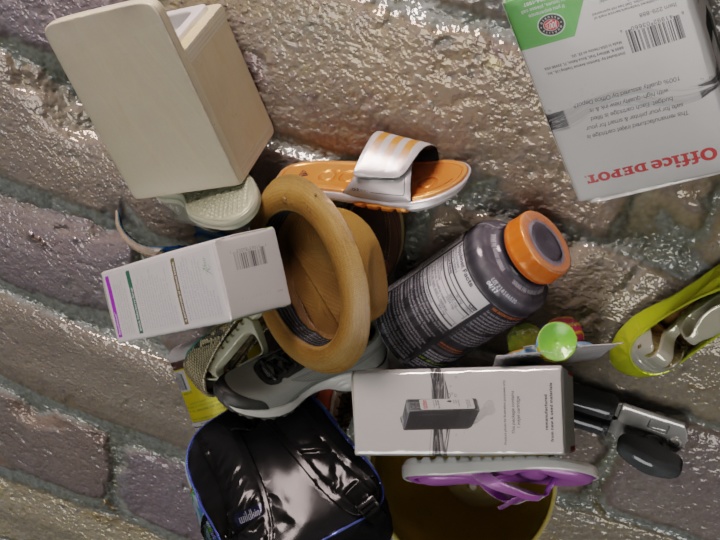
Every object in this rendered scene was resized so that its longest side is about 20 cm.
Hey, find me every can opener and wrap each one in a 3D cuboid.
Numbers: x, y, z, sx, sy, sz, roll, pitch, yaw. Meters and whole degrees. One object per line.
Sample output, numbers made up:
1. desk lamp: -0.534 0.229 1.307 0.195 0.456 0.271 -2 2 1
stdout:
1. can opener: 0.258 0.162 1.143 0.200 0.066 0.053 20 131 13

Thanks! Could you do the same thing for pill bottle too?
1. pill bottle: -0.142 0.168 1.231 0.109 0.109 0.200 -19 93 31
2. pill bottle: 0.116 0.019 1.062 0.106 0.106 0.200 44 128 -13

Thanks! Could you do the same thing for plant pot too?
1. plant pot: 0.124 0.221 1.166 0.200 0.142 0.200 -1 86 15

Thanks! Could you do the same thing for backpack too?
1. backpack: -0.083 0.238 1.099 0.200 0.183 0.147 51 160 36

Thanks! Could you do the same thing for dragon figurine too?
1. dragon figurine: -0.182 -0.012 1.185 0.200 0.099 0.059 31 130 20

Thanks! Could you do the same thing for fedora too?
1. fedora: -0.032 0.000 1.025 0.201 0.082 0.201 21 117 48

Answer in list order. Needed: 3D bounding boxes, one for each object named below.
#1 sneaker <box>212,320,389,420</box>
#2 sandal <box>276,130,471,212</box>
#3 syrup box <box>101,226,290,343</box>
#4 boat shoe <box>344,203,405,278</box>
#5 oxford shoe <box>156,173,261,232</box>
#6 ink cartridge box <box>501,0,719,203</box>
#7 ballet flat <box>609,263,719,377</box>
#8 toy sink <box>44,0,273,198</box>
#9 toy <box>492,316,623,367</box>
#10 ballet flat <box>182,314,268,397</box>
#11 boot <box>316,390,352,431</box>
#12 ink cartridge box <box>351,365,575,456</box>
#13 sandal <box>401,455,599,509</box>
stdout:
1. sneaker: -0.060 0.094 1.091 0.074 0.200 0.079 46 142 44
2. sandal: 0.004 -0.103 1.034 0.207 0.079 0.059 3 128 22
3. syrup box: -0.168 0.017 1.049 0.200 0.079 0.081 -11 93 45
4. boat shoe: -0.001 0.000 1.119 0.072 0.068 0.200 19 129 7
5. oxford shoe: -0.152 -0.069 1.086 0.200 0.075 0.058 18 145 56
6. ink cartridge box: 0.227 -0.173 0.890 0.146 0.084 0.200 -11 120 28
7. ballet flat: 0.317 0.059 1.038 0.067 0.067 0.200 37 130 -9
8. toy sink: -0.190 -0.187 1.028 0.130 0.112 0.200 -6 127 25
9. toy: 0.186 0.071 1.041 0.115 0.200 0.047 -7 83 4
10. ballet flat: -0.114 0.057 1.120 0.068 0.075 0.200 21 113 -48
11. boot: -0.069 0.192 1.288 0.107 0.075 0.200 26 131 8
12. ink cartridge box: 0.104 0.139 1.027 0.200 0.144 0.084 -2 81 15
13. sandal: 0.139 0.214 1.047 0.203 0.050 0.082 -5 160 27
